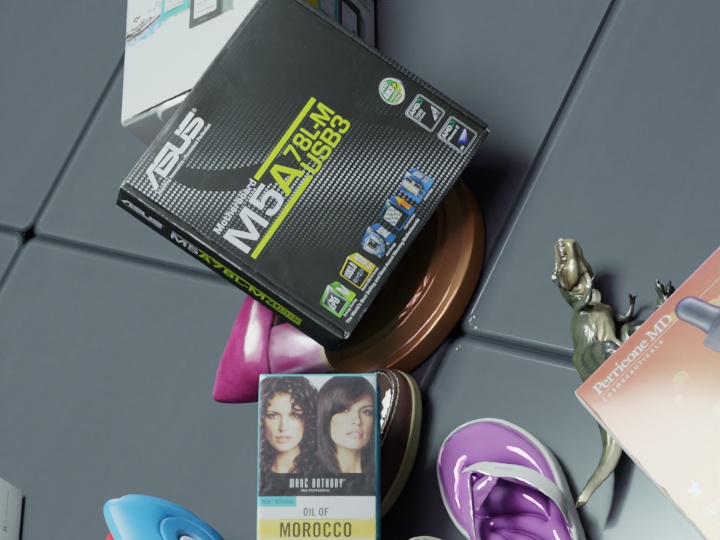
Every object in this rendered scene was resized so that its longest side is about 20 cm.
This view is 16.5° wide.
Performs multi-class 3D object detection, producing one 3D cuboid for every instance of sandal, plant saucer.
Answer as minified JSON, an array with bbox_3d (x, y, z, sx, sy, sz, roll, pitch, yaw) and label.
[{"bbox_3d":[0.100,0.160,1.615,0.082,0.050,0.203,-42,42,8],"label":"sandal"},{"bbox_3d":[0.000,0.000,1.829,0.200,0.032,0.201,-21,50,27],"label":"plant saucer"}]

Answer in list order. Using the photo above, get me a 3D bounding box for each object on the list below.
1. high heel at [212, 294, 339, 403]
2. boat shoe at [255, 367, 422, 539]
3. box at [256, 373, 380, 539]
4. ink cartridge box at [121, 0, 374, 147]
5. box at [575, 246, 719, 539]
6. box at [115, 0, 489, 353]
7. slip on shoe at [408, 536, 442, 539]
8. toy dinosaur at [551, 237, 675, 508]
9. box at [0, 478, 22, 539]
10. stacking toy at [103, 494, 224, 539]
[{"bbox_3d":[-0.072,0.002,1.817,0.096,0.067,0.201,-18,63,17],"label":"high heel"},{"bbox_3d":[-0.025,0.149,1.712,0.072,0.072,0.200,18,73,45],"label":"boat shoe"},{"bbox_3d":[-0.027,0.171,1.651,0.082,0.049,0.201,-1,75,2],"label":"box"},{"bbox_3d":[-0.085,-0.178,1.943,0.146,0.147,0.200,-22,50,26],"label":"ink cartridge box"},{"bbox_3d":[0.253,0.099,1.489,0.152,0.106,0.200,-46,43,4],"label":"box"},{"bbox_3d":[-0.040,-0.075,1.764,0.200,0.193,0.048,-54,0,-20],"label":"box"},{"bbox_3d":[0.061,0.263,1.573,0.061,0.074,0.200,-63,36,40],"label":"slip on shoe"},{"bbox_3d":[0.170,0.055,1.637,0.088,0.047,0.200,-35,42,36],"label":"toy dinosaur"},{"bbox_3d":[-0.355,0.261,1.934,0.200,0.041,0.156,-21,50,26],"label":"box"},{"bbox_3d":[-0.171,0.266,1.748,0.200,0.116,0.110,-53,40,17],"label":"stacking toy"}]
